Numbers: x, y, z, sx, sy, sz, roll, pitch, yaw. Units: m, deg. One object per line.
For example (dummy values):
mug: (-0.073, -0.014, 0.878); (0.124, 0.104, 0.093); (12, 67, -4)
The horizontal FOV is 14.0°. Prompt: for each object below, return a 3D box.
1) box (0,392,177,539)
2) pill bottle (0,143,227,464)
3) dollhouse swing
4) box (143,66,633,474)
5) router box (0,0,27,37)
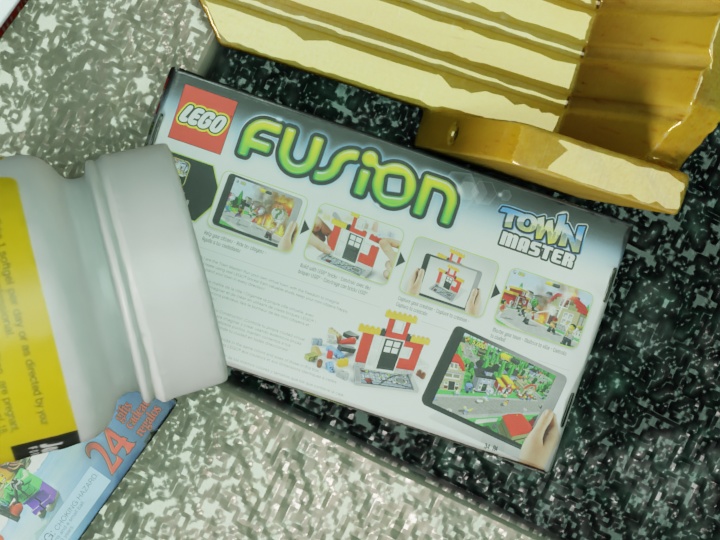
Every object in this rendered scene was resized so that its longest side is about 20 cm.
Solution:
box: (-0.187, 0.093, 1.181); (0.136, 0.038, 0.200); (36, 87, -6)
pill bottle: (-0.158, 0.021, 1.106); (0.200, 0.114, 0.115); (-14, 93, -5)
dollhouse swing: (0.049, -0.148, 1.147); (0.175, 0.182, 0.200); (18, 90, -17)
box: (0.000, 0.000, 1.200); (0.200, 0.035, 0.110); (19, 91, -7)
router box: (-0.211, -0.170, 1.166); (0.200, 0.049, 0.180); (37, 87, -6)
